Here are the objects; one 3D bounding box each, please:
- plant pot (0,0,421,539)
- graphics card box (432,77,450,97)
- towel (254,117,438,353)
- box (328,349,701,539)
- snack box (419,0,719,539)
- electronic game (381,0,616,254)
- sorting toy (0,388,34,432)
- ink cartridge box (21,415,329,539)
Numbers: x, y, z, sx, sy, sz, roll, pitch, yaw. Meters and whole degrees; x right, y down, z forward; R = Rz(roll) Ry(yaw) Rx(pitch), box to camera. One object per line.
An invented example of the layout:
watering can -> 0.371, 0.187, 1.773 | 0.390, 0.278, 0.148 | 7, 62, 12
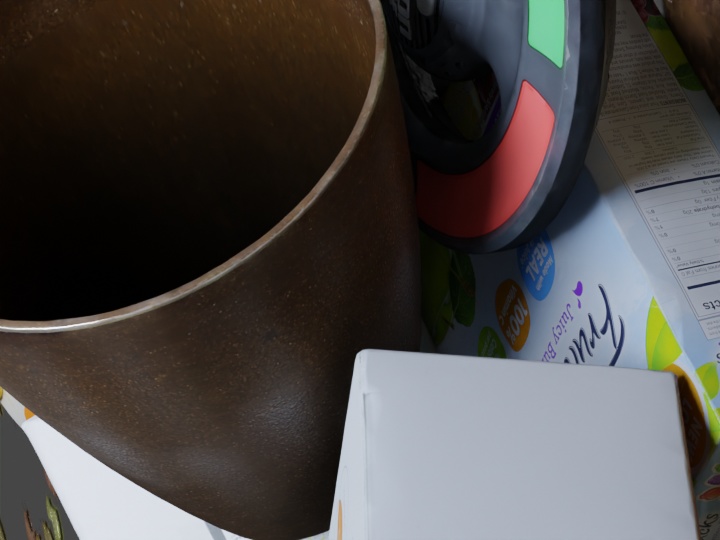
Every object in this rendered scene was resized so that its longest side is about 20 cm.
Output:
plant pot -> -0.052, 0.004, 0.827 | 0.187, 0.186, 0.200 | 58, 175, 42
graphics card box -> 0.012, -0.144, 0.988 | 0.200, 0.051, 0.126 | 132, 124, -64
towel -> 0.000, 0.000, 0.979 | 0.200, 0.031, 0.149 | 61, -176, -21
box -> 0.041, 0.149, 0.752 | 0.200, 0.106, 0.153 | 99, 173, -45
snack box -> 0.090, 0.016, 0.848 | 0.169, 0.067, 0.200 | 107, 144, -51
electronic game -> 0.030, -0.105, 0.799 | 0.200, 0.041, 0.201 | 171, 90, -66
sorting toy -> -0.139, -0.013, 1.215 | 0.180, 0.106, 0.201 | 139, 140, -62
ink cartridge box -> -0.024, 0.123, 0.990 | 0.200, 0.144, 0.147 | 62, -177, 12
